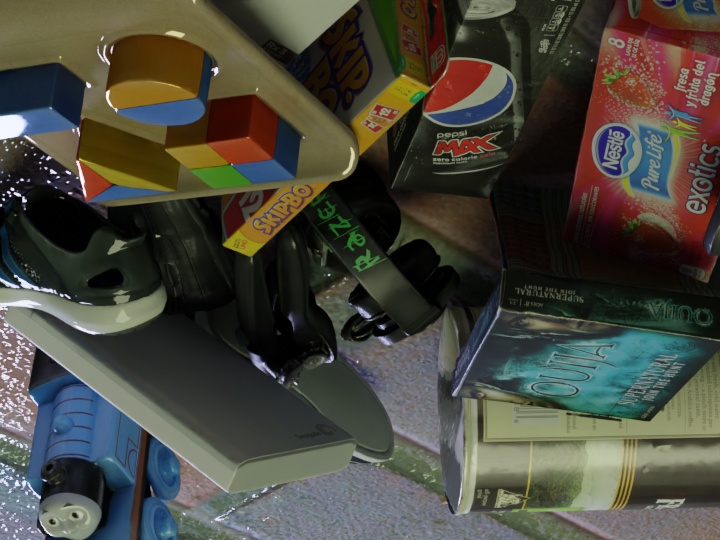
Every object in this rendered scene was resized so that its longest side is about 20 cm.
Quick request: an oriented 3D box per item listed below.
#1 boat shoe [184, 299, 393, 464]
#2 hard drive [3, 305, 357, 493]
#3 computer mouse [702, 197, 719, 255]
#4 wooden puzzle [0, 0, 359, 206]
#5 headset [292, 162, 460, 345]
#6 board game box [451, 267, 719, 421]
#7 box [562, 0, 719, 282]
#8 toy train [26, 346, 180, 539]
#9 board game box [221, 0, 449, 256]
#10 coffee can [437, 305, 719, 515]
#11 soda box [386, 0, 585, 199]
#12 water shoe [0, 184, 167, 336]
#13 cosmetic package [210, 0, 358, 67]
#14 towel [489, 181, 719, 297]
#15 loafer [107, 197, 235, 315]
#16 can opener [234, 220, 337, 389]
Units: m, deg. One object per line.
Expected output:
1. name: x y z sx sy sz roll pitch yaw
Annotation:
1. boat shoe: -0.058 0.084 1.485 0.060 0.076 0.200 -30 126 31
2. hard drive: -0.113 0.070 1.331 0.132 0.200 0.027 -4 124 -57
3. computer mouse: 0.261 -0.083 1.180 0.046 0.200 0.141 29 121 15
4. wooden puzzle: -0.123 -0.085 1.118 0.185 0.046 0.200 -5 152 27
5. headset: 0.000 0.000 1.326 0.094 0.124 0.200 -40 163 6
6. board game box: 0.135 0.050 1.284 0.135 0.028 0.200 8 161 -3
7. box: 0.183 -0.097 1.206 0.095 0.100 0.200 17 146 9
8. toy train: -0.175 0.121 1.417 0.086 0.200 0.114 -18 132 20
9. board game box: -0.018 -0.099 1.204 0.030 0.096 0.200 22 137 -32
10. coffee can: 0.160 0.094 1.455 0.199 0.147 0.147 -1 145 -4
11. soda box: 0.069 -0.127 1.195 0.063 0.071 0.200 6 144 -13
12. water shoe: -0.198 -0.019 1.295 0.200 0.071 0.079 13 118 34
13. cosmetic package: -0.055 -0.179 1.098 0.113 0.081 0.200 23 138 -30
14. towel: 0.184 -0.011 1.306 0.199 0.147 0.022 8 115 -5
15. loafer: -0.128 -0.030 1.307 0.070 0.068 0.201 -27 147 -1
16. can opener: -0.056 0.020 1.346 0.063 0.079 0.200 -30 161 -6
